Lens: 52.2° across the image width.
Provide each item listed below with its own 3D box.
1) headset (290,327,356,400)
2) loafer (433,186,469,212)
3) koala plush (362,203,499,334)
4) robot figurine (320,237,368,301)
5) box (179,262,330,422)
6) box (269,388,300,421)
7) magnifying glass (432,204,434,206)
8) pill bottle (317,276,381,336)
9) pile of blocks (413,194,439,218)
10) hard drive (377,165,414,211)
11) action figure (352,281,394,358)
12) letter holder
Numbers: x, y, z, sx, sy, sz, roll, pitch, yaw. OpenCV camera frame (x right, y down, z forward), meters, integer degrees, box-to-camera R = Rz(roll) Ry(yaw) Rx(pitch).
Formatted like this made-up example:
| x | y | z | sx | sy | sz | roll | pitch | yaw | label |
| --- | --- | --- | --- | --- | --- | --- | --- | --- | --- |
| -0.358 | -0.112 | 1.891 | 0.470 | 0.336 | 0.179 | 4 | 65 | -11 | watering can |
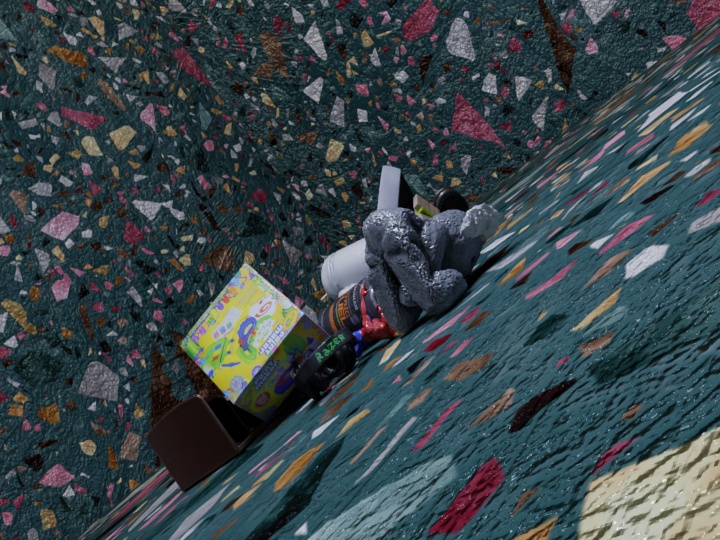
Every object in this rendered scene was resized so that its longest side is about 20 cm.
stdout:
| x | y | z | sx | sy | sz | roll | pitch | yaw | label |
| --- | --- | --- | --- | --- | --- | --- | --- | --- | --- |
| -0.073 | 0.155 | 1.241 | 0.123 | 0.094 | 0.201 | -38 | -16 | -27 | headset |
| 0.195 | -0.117 | 1.586 | 0.072 | 0.072 | 0.201 | -34 | -37 | 0 | loafer |
| 0.118 | -0.035 | 1.151 | 0.197 | 0.187 | 0.177 | -25 | -5 | -29 | koala plush |
| 0.000 | 0.000 | 1.519 | 0.197 | 0.114 | 0.171 | -25 | 23 | 25 | robot figurine |
| -0.196 | 0.133 | 1.378 | 0.201 | 0.192 | 0.122 | -50 | -36 | -5 | box |
| -0.179 | 0.222 | 1.568 | 0.199 | 0.125 | 0.197 | -39 | -1 | -21 | box |
| 0.110 | -0.067 | 1.597 | 0.200 | 0.022 | 0.080 | -45 | -18 | -13 | magnifying glass |
| 0.012 | 0.076 | 1.383 | 0.199 | 0.107 | 0.106 | -38 | 0 | 42 | pill bottle |
| 0.129 | -0.054 | 1.362 | 0.081 | 0.202 | 0.062 | 19 | -58 | -37 | pile of blocks |
| 0.071 | -0.087 | 1.407 | 0.041 | 0.135 | 0.204 | -8 | 57 | 22 | hard drive |
| 0.003 | 0.090 | 1.278 | 0.064 | 0.101 | 0.199 | 9 | -24 | -28 | action figure |
| -0.305 | 0.311 | 1.432 | 0.199 | 0.143 | 0.100 | -38 | 0 | 33 | letter holder |
